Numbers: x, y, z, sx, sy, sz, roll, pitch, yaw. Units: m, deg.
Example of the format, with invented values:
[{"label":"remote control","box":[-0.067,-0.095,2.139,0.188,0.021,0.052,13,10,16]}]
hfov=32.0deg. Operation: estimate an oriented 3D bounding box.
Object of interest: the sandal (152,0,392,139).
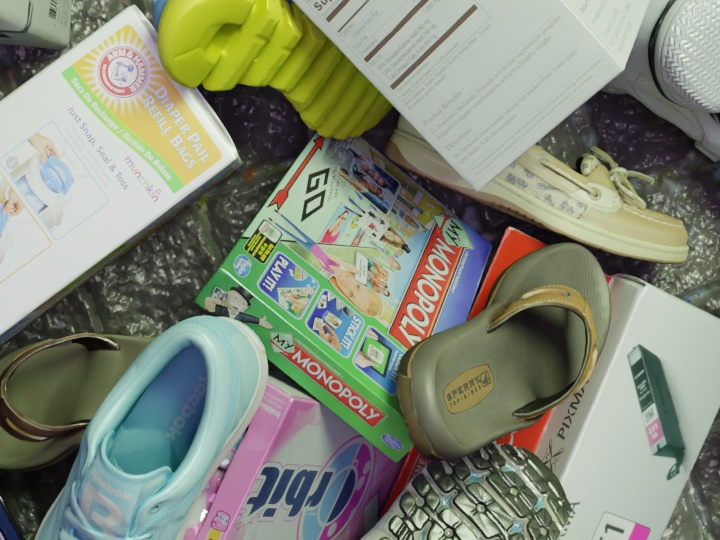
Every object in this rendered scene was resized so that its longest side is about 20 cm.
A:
[{"label":"sandal","box":[-0.044,-0.137,0.713,0.080,0.199,0.087,-48,55,19]}]

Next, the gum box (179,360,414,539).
[{"label":"gum box","box":[-0.044,0.115,0.705,0.066,0.200,0.115,26,92,27]}]

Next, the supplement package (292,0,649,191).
[{"label":"supplement package","box":[0.042,-0.165,0.664,0.200,0.114,0.109,45,125,-9]}]

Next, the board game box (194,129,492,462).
[{"label":"board game box","box":[0.000,0.000,0.708,0.134,0.201,0.029,38,123,-7]}]

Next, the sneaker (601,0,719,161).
[{"label":"sneaker","box":[0.212,-0.115,0.772,0.199,0.115,0.076,33,93,-41]}]

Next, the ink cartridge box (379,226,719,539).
[{"label":"ink cartridge box","box":[0.128,0.097,0.773,0.172,0.043,0.202,23,93,-25]}]

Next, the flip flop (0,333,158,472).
[{"label":"flip flop","box":[-0.171,0.070,0.720,0.057,0.198,0.082,31,60,-46]}]

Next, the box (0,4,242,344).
[{"label":"box","box":[-0.175,-0.047,0.726,0.199,0.112,0.102,-36,94,-1]}]

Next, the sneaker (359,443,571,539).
[{"label":"sneaker","box":[0.031,0.170,0.726,0.198,0.090,0.079,-28,71,-15]}]

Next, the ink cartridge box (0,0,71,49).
[{"label":"ink cartridge box","box":[-0.206,-0.202,0.666,0.083,0.200,0.148,6,94,-4]}]

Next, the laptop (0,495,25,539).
[{"label":"laptop","box":[-0.263,0.134,0.700,0.199,0.116,0.189,-31,86,12]}]

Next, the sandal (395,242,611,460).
[{"label":"sandal","box":[0.091,0.038,0.668,0.054,0.199,0.083,-21,91,40]}]

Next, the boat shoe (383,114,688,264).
[{"label":"boat shoe","box":[0.115,-0.059,0.767,0.198,0.073,0.063,21,96,-5]}]

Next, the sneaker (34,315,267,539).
[{"label":"sneaker","box":[-0.115,0.107,0.580,0.073,0.082,0.202,24,86,14]}]
